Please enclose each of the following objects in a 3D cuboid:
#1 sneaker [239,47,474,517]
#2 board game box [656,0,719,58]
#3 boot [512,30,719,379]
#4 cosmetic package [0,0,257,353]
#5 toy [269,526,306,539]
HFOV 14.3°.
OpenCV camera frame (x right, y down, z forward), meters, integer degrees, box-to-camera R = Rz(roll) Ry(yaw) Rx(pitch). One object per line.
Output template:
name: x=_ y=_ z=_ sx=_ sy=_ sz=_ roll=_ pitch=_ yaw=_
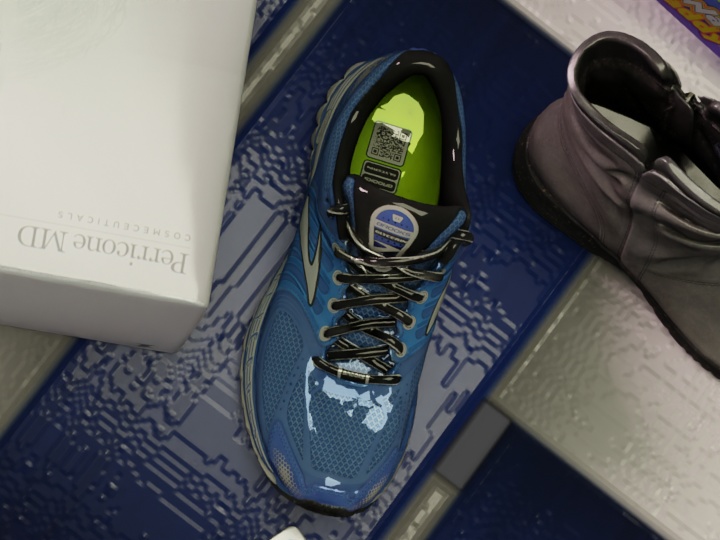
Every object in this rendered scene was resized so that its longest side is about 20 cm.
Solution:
sneaker: x=0.000 y=0.000 z=1.169 sx=0.078 sy=0.089 sz=0.200 roll=11 pitch=79 yaw=-7
board game box: x=0.166 y=-0.170 z=1.212 sx=0.200 sy=0.045 sz=0.135 roll=38 pitch=75 yaw=-25
boot: x=0.153 y=-0.012 z=1.175 sx=0.200 sy=0.132 sz=0.070 roll=32 pitch=76 yaw=-3
cosmetic package: x=-0.148 y=-0.086 z=1.143 sx=0.199 sy=0.123 sz=0.200 roll=10 pitch=80 yaw=-8
toy: x=-0.015 y=0.214 z=1.150 sx=0.115 sy=0.047 sz=0.200 roll=-33 pitch=87 yaw=-15
